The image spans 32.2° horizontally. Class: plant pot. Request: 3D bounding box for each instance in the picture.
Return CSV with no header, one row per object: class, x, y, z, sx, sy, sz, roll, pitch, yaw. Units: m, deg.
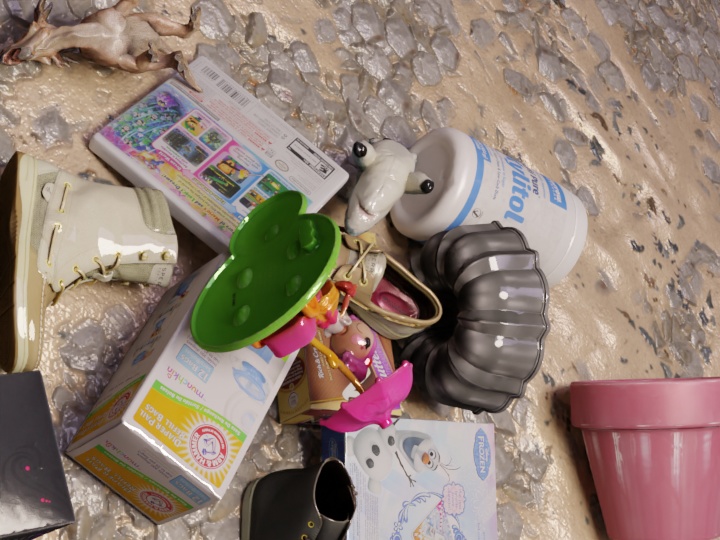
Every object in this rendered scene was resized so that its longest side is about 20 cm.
plant pot,0.342,0.212,1.420,0.200,0.200,0.180,2,83,-41

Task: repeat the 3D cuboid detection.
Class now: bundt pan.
bundt pan,0.101,0.047,1.273,0.076,0.202,0.203,4,66,-31

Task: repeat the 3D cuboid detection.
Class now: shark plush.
shark plush,0.011,-0.101,1.326,0.091,0.083,0.200,24,20,-15

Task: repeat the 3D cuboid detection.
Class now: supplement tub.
supplement tub,0.144,-0.067,1.412,0.200,0.132,0.132,22,56,-32

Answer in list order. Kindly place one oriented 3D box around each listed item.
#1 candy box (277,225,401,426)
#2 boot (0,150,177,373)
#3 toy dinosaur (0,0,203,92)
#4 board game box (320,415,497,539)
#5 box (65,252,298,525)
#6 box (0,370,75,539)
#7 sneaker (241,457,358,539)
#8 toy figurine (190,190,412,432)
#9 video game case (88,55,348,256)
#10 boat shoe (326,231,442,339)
candy box,-0.031,0.054,1.246,0.116,0.056,0.201,11,61,-39
boot,-0.234,0.001,1.071,0.154,0.072,0.201,13,57,-31
toy dinosaur,-0.235,-0.217,1.176,0.200,0.135,0.086,14,71,-59
board game box,0.050,0.245,1.208,0.199,0.043,0.201,9,75,-38
box,-0.147,0.103,1.084,0.112,0.101,0.200,43,47,-17
box,-0.326,0.152,0.895,0.200,0.106,0.123,-5,73,-44
sneaker,-0.052,0.266,1.084,0.075,0.106,0.201,11,62,-38
toy figurine,-0.031,0.053,1.078,0.184,0.150,0.200,51,18,-29
video game case,-0.133,-0.107,1.219,0.200,0.024,0.182,39,46,3
boat shoe,0.000,0.000,1.200,0.200,0.066,0.074,31,60,-34
